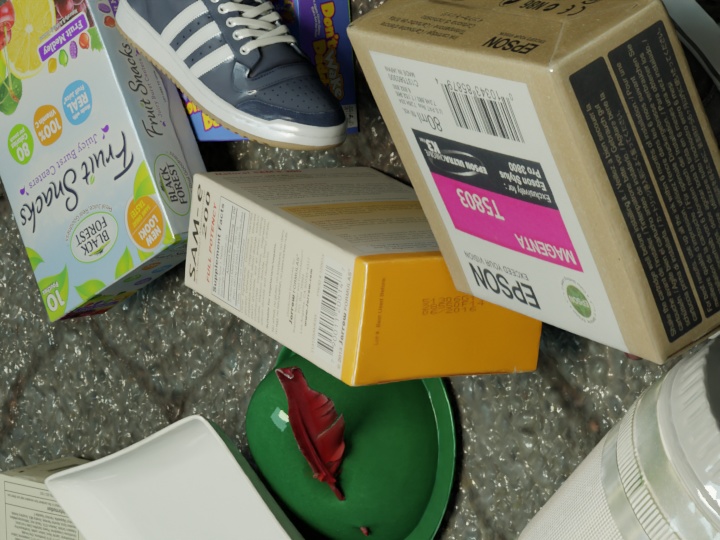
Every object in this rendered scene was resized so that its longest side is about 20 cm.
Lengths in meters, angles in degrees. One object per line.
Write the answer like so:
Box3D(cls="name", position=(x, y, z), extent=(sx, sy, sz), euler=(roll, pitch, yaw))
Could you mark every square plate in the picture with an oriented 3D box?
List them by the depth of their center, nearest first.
Box3D(cls="square plate", position=(-0.090, 0.185, 1.587), extent=(0.199, 0.028, 0.200), euler=(54, 141, -9))

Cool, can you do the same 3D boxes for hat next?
Box3D(cls="hat", position=(-0.055, 0.104, 1.490), extent=(0.165, 0.175, 0.201), euler=(31, 117, 37))

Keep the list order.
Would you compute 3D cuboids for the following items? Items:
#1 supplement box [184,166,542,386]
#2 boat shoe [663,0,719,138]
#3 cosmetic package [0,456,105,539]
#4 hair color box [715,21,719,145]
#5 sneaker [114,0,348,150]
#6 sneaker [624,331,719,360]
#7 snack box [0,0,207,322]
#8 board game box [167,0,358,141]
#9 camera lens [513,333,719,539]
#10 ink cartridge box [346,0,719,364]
Box3D(cls="supplement box", position=(0.000, 0.000, 1.428), extent=(0.200, 0.125, 0.074), euler=(29, 117, 55))
Box3D(cls="boat shoe", position=(0.122, -0.127, 1.278), extent=(0.200, 0.068, 0.072), euler=(51, 170, 37))
Box3D(cls="cosmetic package", position=(-0.190, 0.237, 1.717), extent=(0.105, 0.071, 0.202), euler=(8, 101, 43))
Box3D(cls="hair color box", position=(0.267, -0.097, 1.228), extent=(0.199, 0.060, 0.101), euler=(-17, 84, 45))
Box3D(cls="sneaker", position=(-0.071, -0.156, 1.480), extent=(0.200, 0.070, 0.109), euler=(38, 123, 37))
Box3D(cls="sneaker", position=(0.129, -0.042, 1.364), extent=(0.115, 0.075, 0.201), euler=(-31, 75, 45))
Box3D(cls="snack box", position=(-0.175, -0.087, 1.604), extent=(0.142, 0.053, 0.201), euler=(-31, 76, 44))
Box3D(cls="board game box", position=(-0.091, -0.150, 1.580), extent=(0.199, 0.045, 0.136), euler=(2, 98, 44))
Box3D(cls="camera lens", position=(0.177, 0.147, 1.283), extent=(0.160, 0.159, 0.200), euler=(55, 129, 24))
Box3D(cls="ink cartridge box", position=(0.094, -0.056, 1.236), extent=(0.200, 0.075, 0.166), euler=(19, 136, 59))
